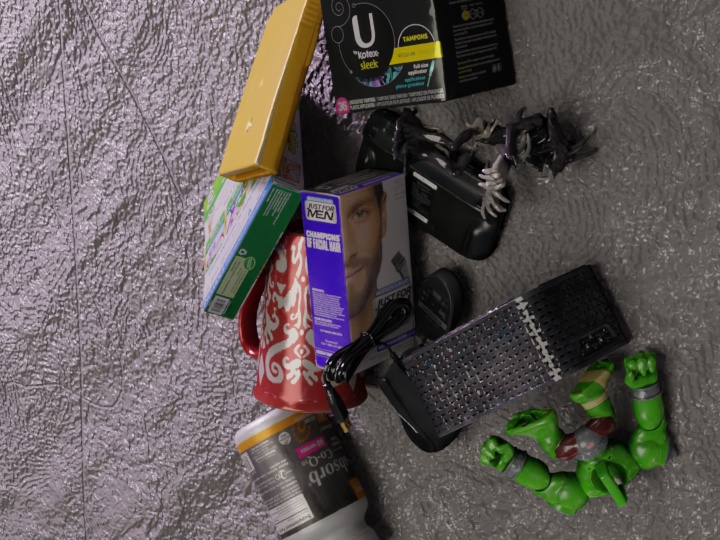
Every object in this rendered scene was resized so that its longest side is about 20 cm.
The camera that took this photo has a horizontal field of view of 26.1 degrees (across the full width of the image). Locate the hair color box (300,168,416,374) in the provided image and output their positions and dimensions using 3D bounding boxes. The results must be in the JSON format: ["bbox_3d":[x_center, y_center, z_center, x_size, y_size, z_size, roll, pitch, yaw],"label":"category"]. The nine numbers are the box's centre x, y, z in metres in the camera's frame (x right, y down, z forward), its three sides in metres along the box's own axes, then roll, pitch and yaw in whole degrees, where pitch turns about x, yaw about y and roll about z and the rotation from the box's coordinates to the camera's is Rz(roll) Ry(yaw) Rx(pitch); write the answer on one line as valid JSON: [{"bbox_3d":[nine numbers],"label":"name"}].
[{"bbox_3d":[0.000,0.000,1.694,0.064,0.109,0.202,9,112,42],"label":"hair color box"}]

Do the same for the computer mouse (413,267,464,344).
[{"bbox_3d":[0.080,0.081,1.745,0.059,0.034,0.201,45,134,34],"label":"computer mouse"}]

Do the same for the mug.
[{"bbox_3d":[-0.074,0.045,1.786,0.175,0.133,0.203,7,104,16],"label":"mug"}]

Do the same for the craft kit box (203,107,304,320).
[{"bbox_3d":[-0.125,-0.082,1.778,0.201,0.048,0.199,-58,27,35],"label":"craft kit box"}]

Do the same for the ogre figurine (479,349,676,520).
[{"bbox_3d":[0.232,0.177,1.584,0.121,0.199,0.098,57,172,-14],"label":"ogre figurine"}]

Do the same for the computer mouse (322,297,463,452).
[{"bbox_3d":[0.043,0.143,1.681,0.046,0.140,0.201,24,147,54],"label":"computer mouse"}]

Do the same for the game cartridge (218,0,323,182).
[{"bbox_3d":[-0.093,-0.198,1.684,0.202,0.032,0.176,-72,17,-5],"label":"game cartridge"}]

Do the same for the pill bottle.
[{"bbox_3d":[-0.060,0.260,1.851,0.116,0.116,0.202,-33,82,40],"label":"pill bottle"}]

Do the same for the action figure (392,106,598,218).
[{"bbox_3d":[0.136,-0.110,1.560,0.198,0.119,0.103,5,67,13],"label":"action figure"}]

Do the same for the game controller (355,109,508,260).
[{"bbox_3d":[0.074,-0.093,1.697,0.199,0.042,0.105,36,137,27],"label":"game controller"}]

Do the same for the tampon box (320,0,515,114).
[{"bbox_3d":[0.052,-0.275,1.598,0.149,0.126,0.202,-3,101,40],"label":"tampon box"}]

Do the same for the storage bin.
[{"bbox_3d":[0.158,0.083,1.605,0.199,0.135,0.095,-32,82,40],"label":"storage bin"}]
